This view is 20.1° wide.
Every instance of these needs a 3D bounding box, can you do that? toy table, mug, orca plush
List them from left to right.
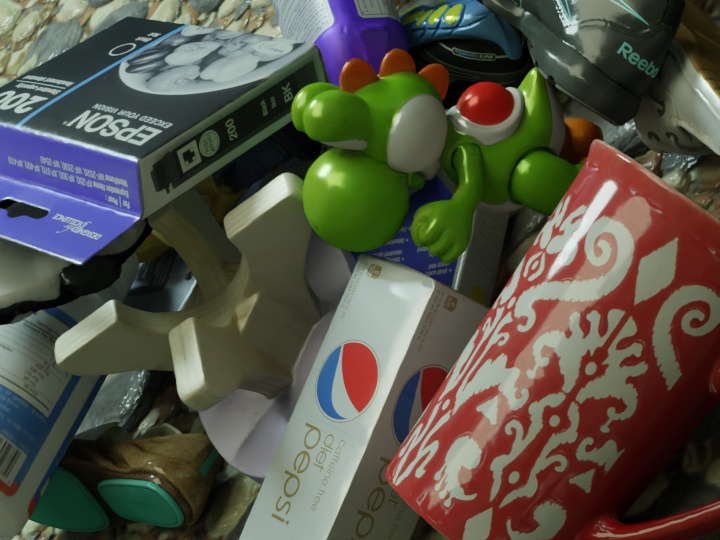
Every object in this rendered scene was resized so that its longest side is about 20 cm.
[{"bbox_3d":[-0.171,-0.031,1.279,0.105,0.071,0.201,25,66,18],"label":"orca plush"},{"bbox_3d":[-0.077,0.024,1.195,0.184,0.117,0.201,-42,42,11],"label":"toy table"},{"bbox_3d":[0.119,0.061,0.999,0.201,0.133,0.177,-53,31,4],"label":"mug"}]

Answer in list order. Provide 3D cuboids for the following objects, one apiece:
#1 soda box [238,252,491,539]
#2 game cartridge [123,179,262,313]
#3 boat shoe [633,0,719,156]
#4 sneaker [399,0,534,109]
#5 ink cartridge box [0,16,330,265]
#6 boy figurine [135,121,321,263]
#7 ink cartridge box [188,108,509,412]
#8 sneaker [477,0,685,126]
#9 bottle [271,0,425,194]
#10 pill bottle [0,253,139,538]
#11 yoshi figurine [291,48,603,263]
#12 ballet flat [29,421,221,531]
[{"bbox_3d":[0.002,0.098,1.119,0.063,0.068,0.202,20,86,44],"label":"soda box"},{"bbox_3d":[-0.122,-0.032,1.415,0.132,0.041,0.201,-13,49,45],"label":"game cartridge"},{"bbox_3d":[0.185,-0.093,1.128,0.070,0.070,0.201,-61,32,24],"label":"boat shoe"},{"bbox_3d":[0.050,-0.130,1.312,0.070,0.083,0.199,-33,12,-21],"label":"sneaker"},{"bbox_3d":[-0.152,-0.086,1.214,0.200,0.044,0.197,-37,33,-31],"label":"ink cartridge box"},{"bbox_3d":[-0.104,-0.067,1.335,0.199,0.064,0.125,-28,28,36],"label":"boy figurine"},{"bbox_3d":[0.000,0.000,1.262,0.196,0.047,0.202,-7,59,39],"label":"ink cartridge box"},{"bbox_3d":[0.117,-0.159,1.150,0.080,0.075,0.200,-54,42,15],"label":"sneaker"},{"bbox_3d":[-0.008,-0.137,1.257,0.084,0.065,0.201,121,137,-54],"label":"bottle"},{"bbox_3d":[-0.223,0.062,1.317,0.112,0.112,0.201,-6,49,48],"label":"pill bottle"},{"bbox_3d":[0.047,-0.048,1.136,0.112,0.198,0.113,-36,49,56],"label":"yoshi figurine"},{"bbox_3d":[-0.160,0.131,1.339,0.199,0.068,0.072,-9,32,48],"label":"ballet flat"}]
